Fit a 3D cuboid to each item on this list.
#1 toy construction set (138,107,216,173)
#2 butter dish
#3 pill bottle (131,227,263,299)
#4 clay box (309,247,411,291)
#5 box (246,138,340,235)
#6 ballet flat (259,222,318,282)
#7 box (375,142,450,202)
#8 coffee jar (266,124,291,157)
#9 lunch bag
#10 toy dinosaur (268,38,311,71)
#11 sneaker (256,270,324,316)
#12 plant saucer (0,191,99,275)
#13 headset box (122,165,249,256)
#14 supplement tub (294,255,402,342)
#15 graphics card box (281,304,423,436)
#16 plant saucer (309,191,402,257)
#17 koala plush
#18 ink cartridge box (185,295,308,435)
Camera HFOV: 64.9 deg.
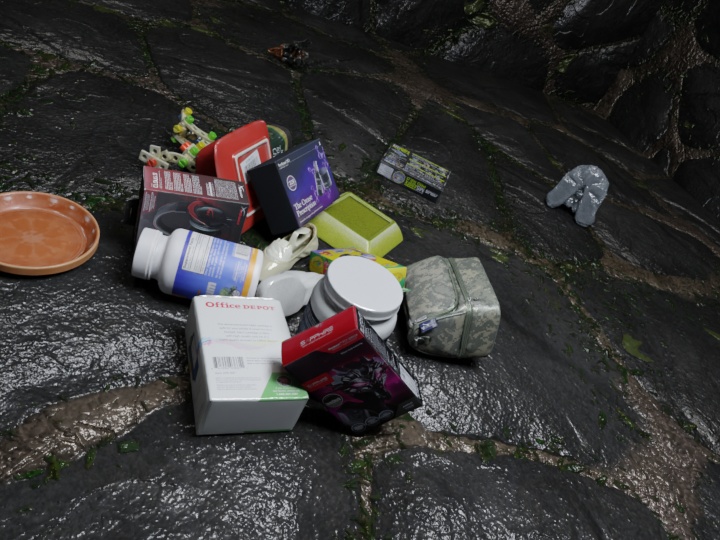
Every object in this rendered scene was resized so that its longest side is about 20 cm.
[{"bbox_3d":[-0.388,-0.271,1.246,0.131,0.092,0.201,44,39,-16],"label":"toy construction set"},{"bbox_3d":[-0.276,-0.196,1.175,0.147,0.201,0.200,7,30,21],"label":"butter dish"},{"bbox_3d":[-0.273,-0.005,0.954,0.198,0.113,0.113,14,36,-14],"label":"pill bottle"},{"bbox_3d":[0.000,0.000,1.103,0.114,0.048,0.199,-6,17,-37],"label":"clay box"},{"bbox_3d":[-0.134,-0.180,1.192,0.200,0.078,0.142,-49,121,-56],"label":"box"},{"bbox_3d":[-0.146,-0.044,1.125,0.069,0.070,0.200,33,35,11],"label":"ballet flat"},{"bbox_3d":[0.157,-0.288,1.653,0.199,0.044,0.161,27,34,1],"label":"box"},{"bbox_3d":[-0.239,-0.276,1.335,0.085,0.105,0.200,21,33,15],"label":"coffee jar"},{"bbox_3d":[0.164,0.070,1.104,0.166,0.140,0.201,-1,37,-4],"label":"lunch bag"},{"bbox_3d":[-0.247,-0.761,2.001,0.135,0.103,0.200,17,43,31],"label":"toy dinosaur"},{"bbox_3d":[-0.138,0.031,1.022,0.088,0.076,0.200,22,10,24],"label":"sneaker"},{"bbox_3d":[-0.538,-0.060,0.929,0.199,0.032,0.201,16,36,-12],"label":"plant saucer"},{"bbox_3d":[-0.315,-0.093,1.010,0.198,0.149,0.075,6,38,-27],"label":"headset box"},{"bbox_3d":[-0.026,0.093,0.901,0.139,0.201,0.141,16,36,-12],"label":"supplement tub"},{"bbox_3d":[-0.008,0.152,0.821,0.200,0.125,0.051,52,17,-35],"label":"graphics card box"},{"bbox_3d":[-0.012,-0.110,1.310,0.199,0.048,0.200,34,35,13],"label":"plant saucer"},{"bbox_3d":[0.752,-0.270,1.911,0.177,0.185,0.200,37,24,15],"label":"koala plush"},{"bbox_3d":[-0.177,0.136,0.850,0.144,0.088,0.201,5,41,-28],"label":"ink cartridge box"}]
